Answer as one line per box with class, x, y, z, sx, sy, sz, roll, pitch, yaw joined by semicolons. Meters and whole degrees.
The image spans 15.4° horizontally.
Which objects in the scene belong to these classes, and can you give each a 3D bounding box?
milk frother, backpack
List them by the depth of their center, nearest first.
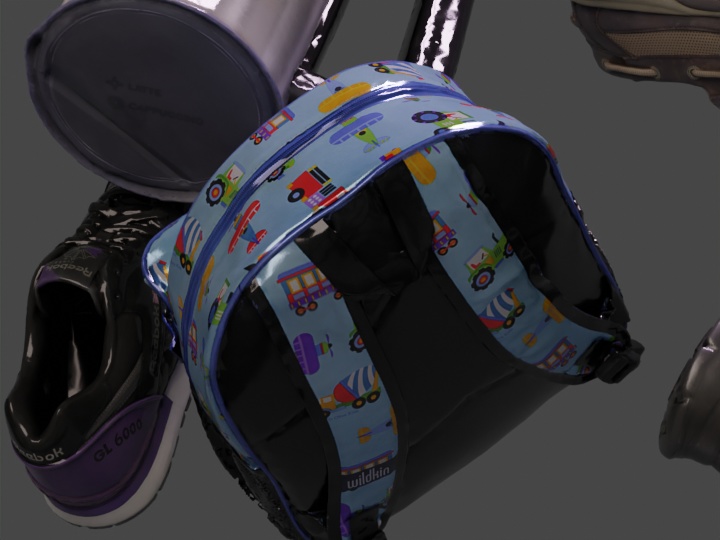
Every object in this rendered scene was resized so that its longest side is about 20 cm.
backpack;0.000;0.000;1.070;0.182;0.200;0.135;-36;56;-4
milk frother;-0.033;-0.158;1.158;0.180;0.201;0.189;11;46;9

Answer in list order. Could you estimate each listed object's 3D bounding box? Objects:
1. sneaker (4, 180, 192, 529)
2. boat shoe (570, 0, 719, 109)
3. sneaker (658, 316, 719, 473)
sneaker;-0.102;0.005;1.169;0.075;0.088;0.201;1;60;20
boat shoe;0.177;-0.105;1.144;0.200;0.074;0.074;18;46;40
sneaker;0.201;0.015;1.078;0.091;0.076;0.200;32;70;11
